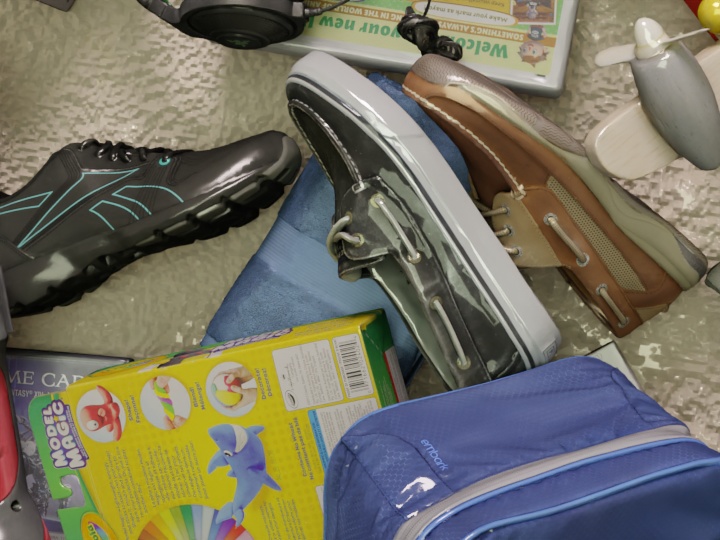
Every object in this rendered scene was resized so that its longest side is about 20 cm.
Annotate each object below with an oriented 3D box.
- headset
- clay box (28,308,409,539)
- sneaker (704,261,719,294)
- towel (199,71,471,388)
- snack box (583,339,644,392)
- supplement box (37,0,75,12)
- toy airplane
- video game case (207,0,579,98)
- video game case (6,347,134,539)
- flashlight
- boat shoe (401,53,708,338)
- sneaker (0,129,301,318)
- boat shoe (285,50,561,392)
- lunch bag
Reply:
[{"bbox_3d":[-0.038,-0.165,1.065,0.200,0.094,0.124,31,92,26],"label":"headset"},{"bbox_3d":[-0.070,0.097,1.066,0.199,0.048,0.115,-12,98,21],"label":"clay box"},{"bbox_3d":[0.239,0.074,1.048,0.079,0.074,0.201,-20,81,21],"label":"sneaker"},{"bbox_3d":[0.000,0.000,1.096,0.112,0.049,0.200,33,96,9],"label":"towel"},{"bbox_3d":[0.068,0.118,1.094,0.200,0.024,0.072,-31,86,9],"label":"snack box"},{"bbox_3d":[-0.142,-0.243,1.093,0.061,0.109,0.200,36,96,8],"label":"supplement box"},{"bbox_3d":[0.217,-0.125,1.011,0.199,0.141,0.201,13,77,-10],"label":"toy airplane"},{"bbox_3d":[0.028,-0.197,1.095,0.199,0.022,0.183,10,83,9],"label":"video game case"},{"bbox_3d":[-0.205,0.144,1.146,0.142,0.019,0.201,4,89,10],"label":"video game case"},{"bbox_3d":[-0.204,0.099,1.084,0.068,0.068,0.201,6,108,45],"label":"flashlight"},{"bbox_3d":[0.092,-0.033,1.030,0.200,0.076,0.072,38,95,-23],"label":"boat shoe"},{"bbox_3d":[-0.130,-0.041,1.104,0.200,0.075,0.079,-22,81,12],"label":"sneaker"},{"bbox_3d":[0.017,-0.020,1.015,0.071,0.072,0.200,-37,83,-14],"label":"boat shoe"},{"bbox_3d":[0.093,0.138,0.976,0.199,0.132,0.136,-14,122,-24],"label":"lunch bag"}]
